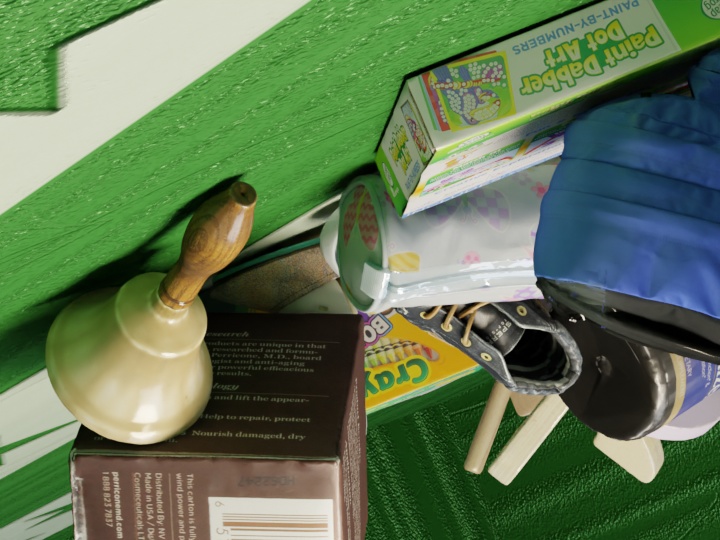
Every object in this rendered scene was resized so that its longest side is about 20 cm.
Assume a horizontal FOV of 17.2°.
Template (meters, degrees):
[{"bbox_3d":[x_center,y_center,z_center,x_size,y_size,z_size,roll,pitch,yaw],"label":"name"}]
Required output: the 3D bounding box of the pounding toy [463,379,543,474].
[{"bbox_3d":[0.160,0.035,1.897,0.200,0.185,0.142,-26,173,25],"label":"pounding toy"}]

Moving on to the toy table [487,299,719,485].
[{"bbox_3d":[0.162,0.066,1.733,0.184,0.200,0.117,-35,167,-37],"label":"toy table"}]

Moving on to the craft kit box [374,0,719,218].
[{"bbox_3d":[0.112,-0.098,1.286,0.199,0.049,0.198,-22,176,-8],"label":"craft kit box"}]

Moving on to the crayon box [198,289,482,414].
[{"bbox_3d":[-0.018,0.046,1.669,0.199,0.119,0.058,-21,173,-17],"label":"crayon box"}]

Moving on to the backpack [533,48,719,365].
[{"bbox_3d":[0.195,-0.031,1.246,0.199,0.168,0.163,9,173,9],"label":"backpack"}]

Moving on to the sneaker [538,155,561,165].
[{"bbox_3d":[0.125,-0.038,1.597,0.087,0.074,0.200,-47,164,2],"label":"sneaker"}]

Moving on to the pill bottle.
[{"bbox_3d":[0.228,0.028,1.644,0.200,0.112,0.112,-28,178,-36],"label":"pill bottle"}]

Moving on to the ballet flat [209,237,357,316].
[{"bbox_3d":[0.000,0.000,1.585,0.199,0.067,0.068,-22,174,-7],"label":"ballet flat"}]

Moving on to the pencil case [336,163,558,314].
[{"bbox_3d":[0.085,-0.018,1.443,0.199,0.091,0.083,-1,144,-21],"label":"pencil case"}]

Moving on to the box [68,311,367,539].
[{"bbox_3d":[-0.083,0.140,1.506,0.164,0.167,0.200,0,-156,4],"label":"box"}]

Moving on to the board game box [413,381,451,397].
[{"bbox_3d":[-0.002,0.063,1.925,0.200,0.103,0.105,-16,172,-46],"label":"board game box"}]

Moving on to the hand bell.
[{"bbox_3d":[-0.101,0.009,1.335,0.104,0.104,0.200,-19,160,-32],"label":"hand bell"}]

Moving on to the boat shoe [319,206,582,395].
[{"bbox_3d":[0.065,0.016,1.530,0.200,0.091,0.071,26,104,-43],"label":"boat shoe"}]
